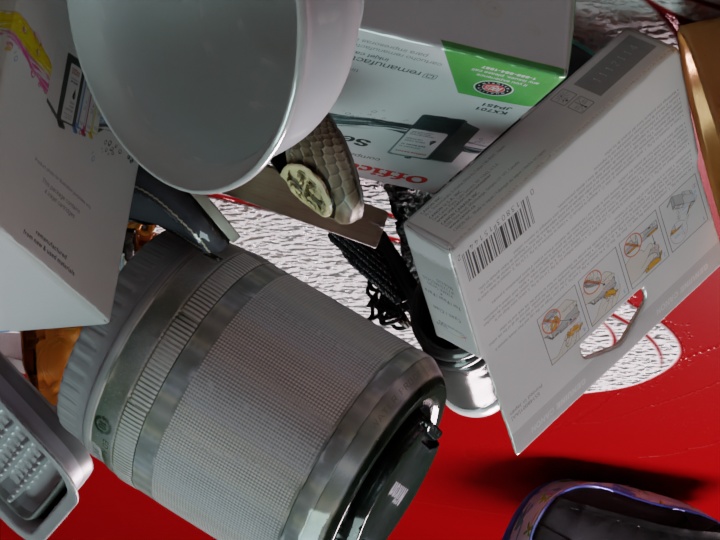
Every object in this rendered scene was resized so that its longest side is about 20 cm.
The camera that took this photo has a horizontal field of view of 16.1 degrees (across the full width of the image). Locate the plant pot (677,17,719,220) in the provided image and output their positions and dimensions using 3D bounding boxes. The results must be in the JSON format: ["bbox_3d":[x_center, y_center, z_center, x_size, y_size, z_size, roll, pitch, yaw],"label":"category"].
[{"bbox_3d":[0.275,-0.063,1.466,0.140,0.200,0.200,-15,157,4],"label":"plant pot"}]

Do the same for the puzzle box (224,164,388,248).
[{"bbox_3d":[-0.087,-0.065,1.602,0.133,0.025,0.200,20,-178,-36],"label":"puzzle box"}]

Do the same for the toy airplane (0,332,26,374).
[{"bbox_3d":[-0.198,0.006,1.776,0.200,0.141,0.199,4,-163,-41],"label":"toy airplane"}]

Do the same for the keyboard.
[{"bbox_3d":[0.000,0.000,1.674,0.104,0.040,0.200,56,176,-18],"label":"keyboard"}]

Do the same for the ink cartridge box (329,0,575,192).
[{"bbox_3d":[0.018,-0.125,1.465,0.146,0.083,0.200,11,159,-17],"label":"ink cartridge box"}]

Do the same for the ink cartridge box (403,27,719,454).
[{"bbox_3d":[0.126,-0.017,1.515,0.045,0.200,0.176,28,149,40],"label":"ink cartridge box"}]

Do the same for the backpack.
[{"bbox_3d":[0.228,0.289,2.405,0.200,0.183,0.147,20,177,-15],"label":"backpack"}]

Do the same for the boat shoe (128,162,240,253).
[{"bbox_3d":[-0.149,-0.046,1.521,0.200,0.063,0.073,31,164,41],"label":"boat shoe"}]

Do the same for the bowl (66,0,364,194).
[{"bbox_3d":[-0.062,-0.146,1.323,0.090,0.202,0.201,-14,175,-40],"label":"bowl"}]

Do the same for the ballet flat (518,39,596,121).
[{"bbox_3d":[0.144,-0.084,1.576,0.073,0.073,0.200,-9,156,30],"label":"ballet flat"}]

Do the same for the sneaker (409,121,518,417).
[{"bbox_3d":[0.082,-0.017,1.573,0.071,0.200,0.099,8,163,15],"label":"sneaker"}]

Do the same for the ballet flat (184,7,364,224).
[{"bbox_3d":[-0.066,-0.101,1.407,0.046,0.200,0.067,-28,162,-26],"label":"ballet flat"}]

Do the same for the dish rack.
[{"bbox_3d":[-0.249,0.079,1.635,0.200,0.044,0.172,47,153,1],"label":"dish rack"}]

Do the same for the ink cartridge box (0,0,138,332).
[{"bbox_3d":[-0.221,-0.083,1.443,0.147,0.200,0.145,-6,152,26],"label":"ink cartridge box"}]

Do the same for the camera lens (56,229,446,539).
[{"bbox_3d":[-0.061,0.084,1.529,0.200,0.160,0.160,30,164,14],"label":"camera lens"}]

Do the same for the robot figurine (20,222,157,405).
[{"bbox_3d":[-0.163,0.017,1.644,0.145,0.058,0.200,0,116,-3],"label":"robot figurine"}]

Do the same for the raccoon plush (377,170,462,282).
[{"bbox_3d":[0.092,-0.034,1.698,0.134,0.097,0.200,-10,157,12],"label":"raccoon plush"}]
